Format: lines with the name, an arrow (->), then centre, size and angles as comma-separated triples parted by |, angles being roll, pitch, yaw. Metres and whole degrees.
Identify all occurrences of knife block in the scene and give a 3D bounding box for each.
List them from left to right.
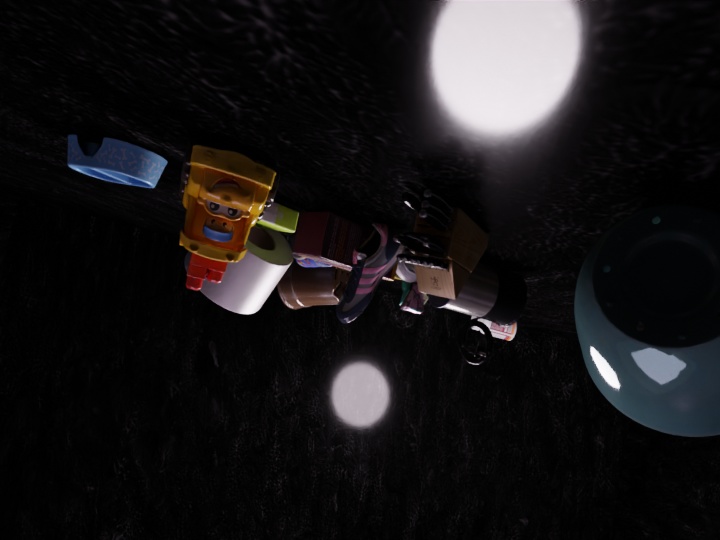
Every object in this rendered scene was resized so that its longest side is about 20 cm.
knife block -> 0.118, -0.063, 0.743 | 0.062, 0.200, 0.181 | 11, 130, 30

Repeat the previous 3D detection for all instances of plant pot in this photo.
plant pot -> -0.120, 0.020, 1.597 | 0.192, 0.209, 0.198 | 2, 170, 30
plant pot -> 0.294, 0.034, 0.492 | 0.195, 0.207, 0.160 | 10, 162, 38

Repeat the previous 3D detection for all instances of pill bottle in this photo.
pill bottle -> 0.621, 0.250, 2.455 | 0.193, 0.114, 0.110 | 15, 175, -5

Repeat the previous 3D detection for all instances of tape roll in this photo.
tape roll -> -0.261, -0.028, 1.137 | 0.200, 0.140, 0.204 | 36, -162, -13

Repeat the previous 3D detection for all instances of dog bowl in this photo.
dog bowl -> -0.422, -0.184, 0.901 | 0.194, 0.052, 0.111 | 11, 174, 28

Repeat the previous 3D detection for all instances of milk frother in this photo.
milk frother -> 0.225, 0.085, 1.123 | 0.182, 0.208, 0.179 | 15, 168, -23

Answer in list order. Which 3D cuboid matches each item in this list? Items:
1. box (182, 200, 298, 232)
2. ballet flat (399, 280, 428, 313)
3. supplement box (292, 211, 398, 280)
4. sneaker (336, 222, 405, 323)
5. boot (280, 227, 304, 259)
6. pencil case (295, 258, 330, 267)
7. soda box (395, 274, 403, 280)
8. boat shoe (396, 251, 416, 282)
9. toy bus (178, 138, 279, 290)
box -> -0.231, -0.124, 1.032 | 0.119, 0.050, 0.197 | 10, 175, 40
ballet flat -> 0.135, 0.046, 1.282 | 0.070, 0.070, 0.202 | 32, -152, -8
supplement box -> -0.024, -0.049, 1.062 | 0.196, 0.089, 0.109 | 17, 175, -38
sneaker -> 0.000, 0.000, 0.979 | 0.081, 0.203, 0.070 | 29, -174, -36
boot -> -0.209, -0.086, 1.273 | 0.150, 0.076, 0.201 | 20, 173, -34
pencil case -> -0.106, -0.051, 1.331 | 0.079, 0.086, 0.199 | 57, 161, -13
soda box -> 0.026, -0.026, 1.316 | 0.195, 0.067, 0.067 | 9, 174, 43
boat shoe -> 0.161, -0.001, 1.227 | 0.196, 0.075, 0.067 | 24, 151, -36
toy bus -> -0.206, -0.067, 0.755 | 0.131, 0.200, 0.199 | 16, 173, -18
